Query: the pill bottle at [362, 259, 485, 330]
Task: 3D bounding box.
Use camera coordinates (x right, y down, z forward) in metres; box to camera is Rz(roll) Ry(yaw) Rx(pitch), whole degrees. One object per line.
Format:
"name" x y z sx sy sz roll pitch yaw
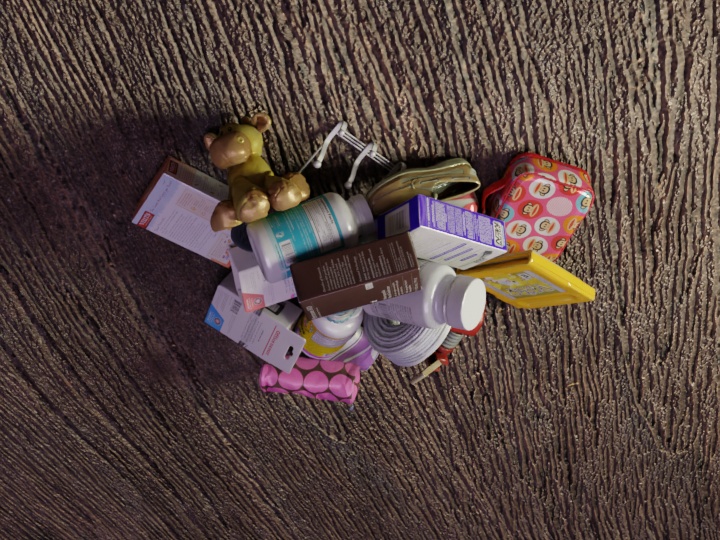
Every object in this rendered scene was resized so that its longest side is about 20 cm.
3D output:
"pill bottle" 0.108 0.040 1.509 0.200 0.114 0.114 12 141 33

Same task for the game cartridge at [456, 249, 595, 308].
"game cartridge" 0.308 0.023 1.631 0.200 0.032 0.176 28 154 -35

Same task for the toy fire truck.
"toy fire truck" 0.158 0.124 1.674 0.128 0.200 0.176 16 133 -23

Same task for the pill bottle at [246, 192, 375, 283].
"pill bottle" -0.080 -0.061 1.454 0.200 0.111 0.111 -21 134 -11

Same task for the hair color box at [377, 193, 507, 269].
"hair color box" 0.139 -0.062 1.480 0.200 0.065 0.109 15 154 -35

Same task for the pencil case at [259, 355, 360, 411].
"pencil case" -0.102 0.222 1.768 0.200 0.091 0.094 10 159 2

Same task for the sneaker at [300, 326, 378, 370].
"sneaker" -0.050 0.194 1.846 0.200 0.073 0.114 -28 130 25

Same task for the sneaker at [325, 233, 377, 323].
"sneaker" 0.000 0.000 1.571 0.078 0.200 0.086 26 156 6

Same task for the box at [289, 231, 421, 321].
"box" -0.005 0.011 1.414 0.200 0.075 0.100 -15 158 1

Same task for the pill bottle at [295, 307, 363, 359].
"pill bottle" -0.057 0.094 1.687 0.104 0.104 0.200 14 152 -12

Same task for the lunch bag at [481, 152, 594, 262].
"lunch bag" 0.294 -0.106 1.540 0.176 0.082 0.200 15 133 -12

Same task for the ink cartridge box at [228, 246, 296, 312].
"ink cartridge box" -0.134 -0.010 1.623 0.200 0.068 0.117 -18 140 -14

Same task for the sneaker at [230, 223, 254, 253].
"sneaker" -0.128 -0.058 1.539 0.200 0.066 0.078 -1 179 -11

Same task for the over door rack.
"over door rack" -0.037 -0.148 1.519 0.148 0.067 0.200 32 127 -25

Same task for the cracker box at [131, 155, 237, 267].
"cracker box" -0.290 -0.103 1.575 0.200 0.058 0.134 27 128 -23

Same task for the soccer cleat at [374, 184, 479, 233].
"soccer cleat" 0.113 -0.107 1.568 0.200 0.067 0.077 -7 102 16

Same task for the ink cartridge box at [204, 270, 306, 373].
"ink cartridge box" -0.193 0.100 1.711 0.200 0.068 0.116 32 131 4

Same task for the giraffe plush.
"giraffe plush" -0.186 -0.170 1.441 0.172 0.200 0.162 -20 99 -5

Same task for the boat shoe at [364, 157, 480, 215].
"boat shoe" 0.107 -0.133 1.478 0.200 0.076 0.072 -22 136 -9

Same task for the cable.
"cable" 0.093 0.076 1.637 0.200 0.200 0.069 -34 133 29
